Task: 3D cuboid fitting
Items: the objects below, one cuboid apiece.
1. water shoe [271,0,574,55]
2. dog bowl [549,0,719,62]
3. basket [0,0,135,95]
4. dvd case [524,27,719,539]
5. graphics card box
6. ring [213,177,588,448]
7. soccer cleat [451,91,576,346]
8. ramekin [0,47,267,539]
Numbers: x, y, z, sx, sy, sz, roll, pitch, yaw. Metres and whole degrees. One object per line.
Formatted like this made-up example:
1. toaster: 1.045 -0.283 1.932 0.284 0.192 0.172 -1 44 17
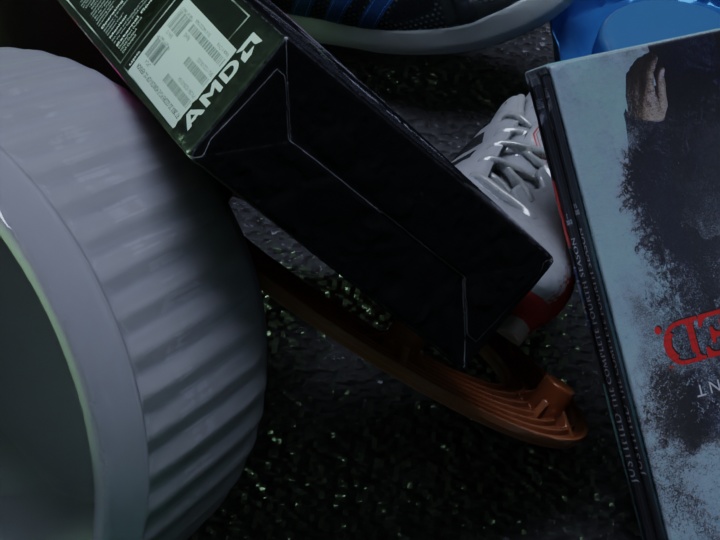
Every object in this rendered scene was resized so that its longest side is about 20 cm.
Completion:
1. water shoe: 0.001 -0.144 1.059 0.199 0.079 0.072 1 37 21
2. dog bowl: 0.142 -0.058 1.023 0.111 0.050 0.200 -2 37 -9
3. basket: -0.118 -0.125 0.953 0.136 0.200 0.180 25 40 23
4. dvd case: 0.145 0.013 0.839 0.146 0.201 0.022 -13 0 -26
5. graphics card box: -0.028 -0.055 0.793 0.051 0.125 0.200 -50 32 3
6. ring: 0.000 0.000 0.860 0.200 0.019 0.200 33 9 -6
7. soccer cleat: 0.059 -0.029 0.884 0.069 0.085 0.200 33 9 2
8. ramekin: -0.122 0.023 0.773 0.200 0.201 0.105 28 34 27
